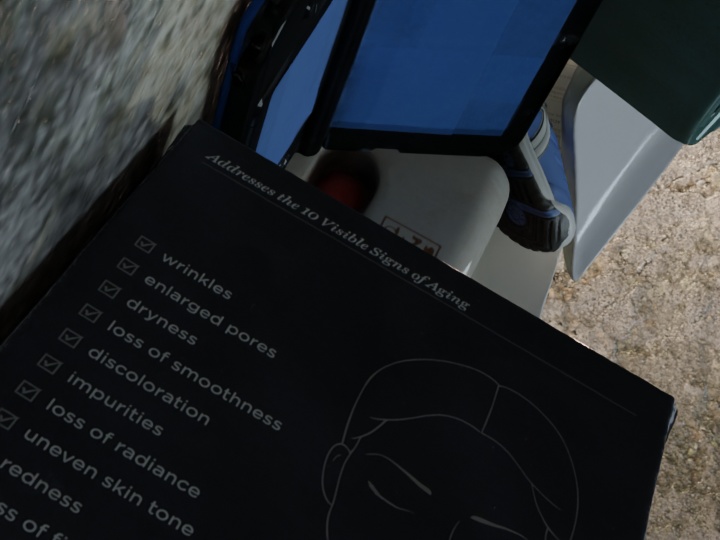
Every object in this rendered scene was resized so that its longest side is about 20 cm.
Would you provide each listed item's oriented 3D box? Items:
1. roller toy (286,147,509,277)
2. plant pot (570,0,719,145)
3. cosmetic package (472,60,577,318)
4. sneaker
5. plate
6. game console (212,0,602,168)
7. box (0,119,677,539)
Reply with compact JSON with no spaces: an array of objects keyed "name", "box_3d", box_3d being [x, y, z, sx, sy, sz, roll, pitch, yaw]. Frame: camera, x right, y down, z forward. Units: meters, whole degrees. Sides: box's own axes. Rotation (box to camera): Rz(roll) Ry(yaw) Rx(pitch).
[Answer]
[{"name":"roller toy","box_3d":[0.000,0.000,0.813,0.184,0.138,0.201,-64,177,36]},{"name":"plant pot","box_3d":[0.154,-0.185,0.752,0.200,0.196,0.200,-44,169,-10]},{"name":"cosmetic package","box_3d":[0.122,-0.081,1.047,0.113,0.080,0.202,-82,-175,-60]},{"name":"sneaker","box_3d":[0.091,-0.109,0.870,0.076,0.202,0.076,-18,169,-26]},{"name":"plate","box_3d":[0.187,-0.119,0.947,0.200,0.032,0.201,-50,154,-22]},{"name":"game console","box_3d":[0.018,-0.073,0.605,0.172,0.117,0.201,-61,177,-32]},{"name":"box","box_3d":[-0.025,0.087,0.442,0.125,0.198,0.197,-61,179,41]}]
